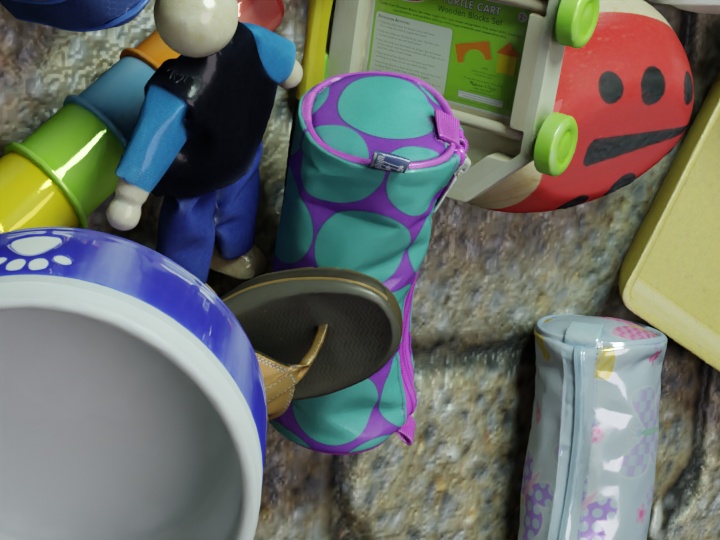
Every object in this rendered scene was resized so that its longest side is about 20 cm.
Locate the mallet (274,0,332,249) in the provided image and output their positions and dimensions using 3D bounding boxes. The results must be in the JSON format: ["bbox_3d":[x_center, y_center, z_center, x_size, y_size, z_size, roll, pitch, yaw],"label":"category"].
[{"bbox_3d":[-0.032,-0.096,0.978,0.066,0.041,0.200,-19,128,-51],"label":"mallet"}]

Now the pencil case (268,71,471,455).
[{"bbox_3d":[0.000,0.000,0.994,0.092,0.085,0.200,13,125,4],"label":"pencil case"}]

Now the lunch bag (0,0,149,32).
[{"bbox_3d":[-0.119,-0.200,0.868,0.200,0.136,0.132,-51,123,-12],"label":"lunch bag"}]

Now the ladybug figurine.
[{"bbox_3d":[0.124,-0.091,1.082,0.200,0.072,0.136,-19,136,-35],"label":"ladybug figurine"}]

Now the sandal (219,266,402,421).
[{"bbox_3d":[-0.075,0.052,0.948,0.199,0.055,0.082,-9,131,3],"label":"sandal"}]

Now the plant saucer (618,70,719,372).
[{"bbox_3d":[0.259,-0.030,1.225,0.200,0.048,0.200,32,82,-35],"label":"plant saucer"}]

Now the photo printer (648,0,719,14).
[{"bbox_3d":[0.254,-0.232,1.094,0.069,0.199,0.167,-39,131,-66],"label":"photo printer"}]

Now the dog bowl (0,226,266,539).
[{"bbox_3d":[-0.144,0.083,0.893,0.199,0.079,0.201,1,117,1],"label":"dog bowl"}]

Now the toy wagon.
[{"bbox_3d":[0.049,-0.139,0.980,0.040,0.155,0.201,-26,130,-57],"label":"toy wagon"}]

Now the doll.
[{"bbox_3d":[-0.079,-0.060,0.921,0.136,0.048,0.200,-42,152,-34],"label":"doll"}]

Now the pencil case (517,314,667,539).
[{"bbox_3d":[0.138,0.126,1.156,0.091,0.083,0.201,-6,104,-51],"label":"pencil case"}]

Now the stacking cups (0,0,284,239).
[{"bbox_3d":[-0.121,-0.081,0.953,0.200,0.060,0.061,-47,123,-23],"label":"stacking cups"}]
